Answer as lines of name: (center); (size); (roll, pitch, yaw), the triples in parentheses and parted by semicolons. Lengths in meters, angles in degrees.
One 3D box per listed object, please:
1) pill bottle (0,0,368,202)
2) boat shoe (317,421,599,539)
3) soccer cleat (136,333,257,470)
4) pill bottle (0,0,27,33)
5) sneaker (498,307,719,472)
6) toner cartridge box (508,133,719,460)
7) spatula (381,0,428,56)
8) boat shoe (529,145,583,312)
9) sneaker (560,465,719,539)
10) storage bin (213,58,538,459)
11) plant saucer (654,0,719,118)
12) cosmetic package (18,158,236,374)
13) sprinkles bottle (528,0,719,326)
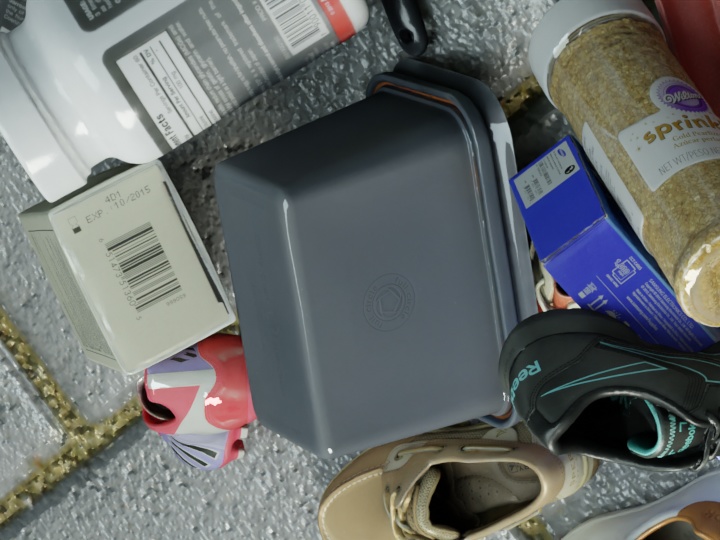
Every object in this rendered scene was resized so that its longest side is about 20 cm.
pill bottle: (-0.106, -0.129, 1.598); (0.200, 0.116, 0.116); (-32, 93, 0)
boat shoe: (0.043, 0.128, 1.729); (0.200, 0.065, 0.071); (-25, 97, 39)
soccer cleat: (-0.100, 0.076, 1.746); (0.200, 0.076, 0.067); (135, 133, -74)
pill bottle: (-0.155, -0.202, 1.673); (0.116, 0.116, 0.200); (36, 127, 15)
sneaker: (0.167, 0.072, 1.460); (0.200, 0.079, 0.075); (4, 120, -9)
toner cartridge box: (0.158, 0.027, 1.535); (0.043, 0.095, 0.200); (-37, 117, 13)
spatula: (-0.007, -0.209, 1.632); (0.056, 0.021, 0.200); (-17, 102, 44)
boat shoe: (0.124, -0.005, 1.615); (0.071, 0.063, 0.200); (34, 127, 14)
sneaker: (0.145, 0.174, 1.671); (0.073, 0.085, 0.200); (50, 131, 2)
storage bin: (0.000, 0.000, 1.633); (0.146, 0.134, 0.200); (24, 127, 56)
plant saucer: (0.263, -0.081, 1.503); (0.199, 0.037, 0.200); (-9, 105, 36)
cosmetic package: (-0.136, -0.003, 1.710); (0.105, 0.071, 0.200); (65, 171, -7)
sprinkles bottle: (0.149, -0.059, 1.477); (0.200, 0.068, 0.068); (63, 142, 45)
